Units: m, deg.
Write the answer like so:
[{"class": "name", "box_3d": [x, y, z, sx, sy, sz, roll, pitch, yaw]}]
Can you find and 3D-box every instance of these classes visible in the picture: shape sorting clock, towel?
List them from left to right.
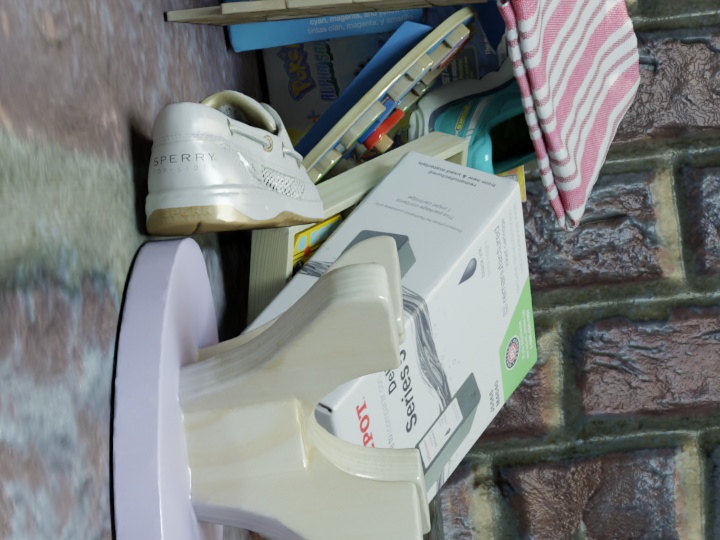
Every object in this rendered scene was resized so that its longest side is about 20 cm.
[{"class": "shape sorting clock", "box_3d": [0.002, -0.089, 1.015, 0.039, 0.200, 0.200, 41, 6, 1]}, {"class": "towel", "box_3d": [0.142, -0.142, 1.047, 0.147, 0.030, 0.201, -61, 146, -34]}]

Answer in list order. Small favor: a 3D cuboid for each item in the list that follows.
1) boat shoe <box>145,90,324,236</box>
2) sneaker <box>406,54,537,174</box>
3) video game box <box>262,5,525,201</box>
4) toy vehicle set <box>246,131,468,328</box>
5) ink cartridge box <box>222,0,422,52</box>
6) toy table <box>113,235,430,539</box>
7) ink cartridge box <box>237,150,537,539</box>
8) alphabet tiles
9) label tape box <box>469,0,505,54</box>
[{"class": "boat shoe", "box_3d": [-0.059, -0.054, 0.805, 0.200, 0.070, 0.070, -20, 105, -84]}, {"class": "sneaker", "box_3d": [0.122, -0.104, 1.131, 0.199, 0.079, 0.078, -29, 127, -35]}, {"class": "video game box", "box_3d": [0.022, -0.137, 1.185, 0.047, 0.181, 0.202, -90, 172, -68]}, {"class": "toy vehicle set", "box_3d": [0.000, 0.000, 0.992, 0.200, 0.026, 0.125, -30, 131, -51]}, {"class": "ink cartridge box", "box_3d": [-0.031, -0.259, 1.039, 0.129, 0.124, 0.202, -84, 167, -68]}, {"class": "toy table", "box_3d": [-0.034, 0.070, 0.705, 0.184, 0.116, 0.202, 75, 9, -62]}, {"class": "ink cartridge box", "box_3d": [0.015, 0.053, 0.932, 0.200, 0.084, 0.146, -49, 143, -35]}, {"class": "alphabet tiles", "box_3d": [-0.012, -0.145, 0.890, 0.200, 0.166, 0.008, -62, 147, -81]}, {"class": "label tape box", "box_3d": [0.097, -0.264, 1.060, 0.201, 0.066, 0.143, 69, 28, -23]}]
